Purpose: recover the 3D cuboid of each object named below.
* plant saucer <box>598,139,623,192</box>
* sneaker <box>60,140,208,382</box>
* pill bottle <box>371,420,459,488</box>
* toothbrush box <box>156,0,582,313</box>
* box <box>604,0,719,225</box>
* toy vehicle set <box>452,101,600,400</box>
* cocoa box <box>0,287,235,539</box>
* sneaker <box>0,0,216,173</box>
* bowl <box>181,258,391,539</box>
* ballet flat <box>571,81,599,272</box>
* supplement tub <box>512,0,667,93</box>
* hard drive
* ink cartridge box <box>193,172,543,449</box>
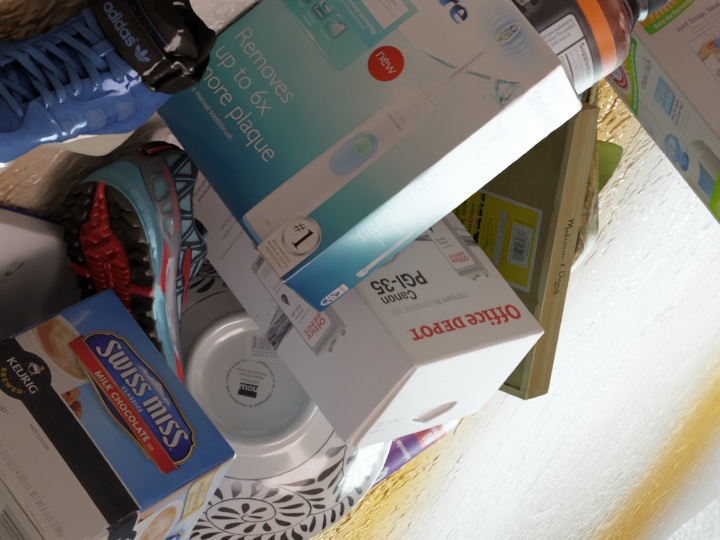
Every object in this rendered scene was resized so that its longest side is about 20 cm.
[{"bbox_3d":[0.112,-0.033,1.835,0.200,0.031,0.200,-44,-173,7],"label":"plant saucer"},{"bbox_3d":[-0.121,0.009,1.489,0.096,0.079,0.200,-46,152,-39],"label":"sneaker"},{"bbox_3d":[-0.028,0.130,1.942,0.200,0.112,0.112,-36,161,-4],"label":"pill bottle"},{"bbox_3d":[0.003,-0.098,1.418,0.200,0.146,0.085,-37,161,2],"label":"toothbrush box"},{"bbox_3d":[0.255,-0.127,1.709,0.101,0.200,0.113,-32,162,-11],"label":"box"},{"bbox_3d":[0.084,-0.027,1.626,0.027,0.124,0.200,-14,119,-49],"label":"toy vehicle set"},{"bbox_3d":[-0.183,0.131,1.454,0.131,0.133,0.200,-28,162,-33],"label":"cocoa box"},{"bbox_3d":[-0.147,-0.105,1.237,0.111,0.077,0.200,-39,166,24],"label":"sneaker"},{"bbox_3d":[-0.071,0.077,1.586,0.201,0.201,0.094,-33,174,-11],"label":"bowl"},{"bbox_3d":[0.131,-0.094,1.647,0.071,0.200,0.071,1,-176,0],"label":"ballet flat"},{"bbox_3d":[0.092,-0.144,1.530,0.200,0.107,0.107,-34,161,-11],"label":"supplement tub"},{"bbox_3d":[-0.221,0.020,1.482,0.132,0.025,0.200,-42,160,12],"label":"hard drive"},{"bbox_3d":[0.000,0.000,1.554,0.146,0.200,0.083,-12,149,-51],"label":"ink cartridge box"}]
